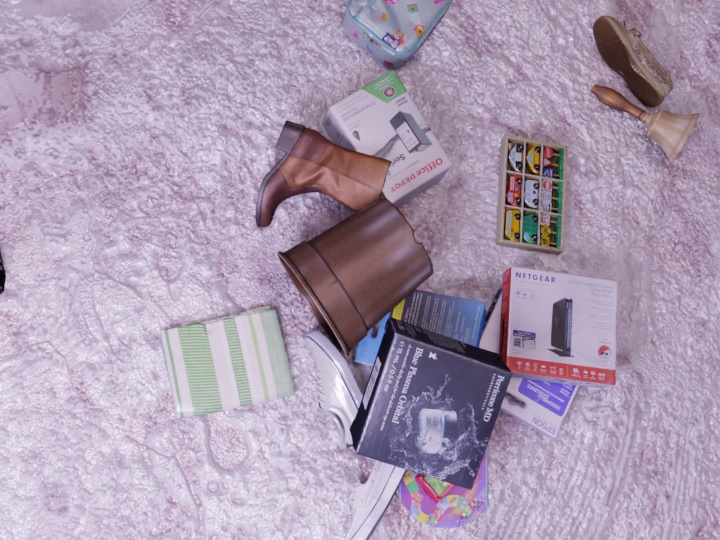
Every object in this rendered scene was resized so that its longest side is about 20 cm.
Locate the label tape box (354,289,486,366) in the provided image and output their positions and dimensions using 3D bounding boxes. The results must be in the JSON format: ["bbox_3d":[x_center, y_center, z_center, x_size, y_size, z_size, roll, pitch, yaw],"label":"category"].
[{"bbox_3d":[0.103,0.112,1.699,0.196,0.063,0.147,11,75,13],"label":"label tape box"}]

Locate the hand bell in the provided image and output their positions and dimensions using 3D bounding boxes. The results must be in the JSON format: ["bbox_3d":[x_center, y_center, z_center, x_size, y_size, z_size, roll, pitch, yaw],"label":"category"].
[{"bbox_3d":[0.522,-0.293,1.892,0.198,0.104,0.105,30,73,9],"label":"hand bell"}]

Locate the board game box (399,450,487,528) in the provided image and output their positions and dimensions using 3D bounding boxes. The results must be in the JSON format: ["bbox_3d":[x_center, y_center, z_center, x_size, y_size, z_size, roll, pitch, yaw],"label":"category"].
[{"bbox_3d":[0.144,0.325,1.679,0.155,0.039,0.204,4,76,-11],"label":"board game box"}]

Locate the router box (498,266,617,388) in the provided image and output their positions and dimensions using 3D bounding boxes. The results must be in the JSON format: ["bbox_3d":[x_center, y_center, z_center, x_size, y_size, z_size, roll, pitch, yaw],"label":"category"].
[{"bbox_3d":[0.337,0.098,1.723,0.196,0.049,0.183,7,76,-9],"label":"router box"}]

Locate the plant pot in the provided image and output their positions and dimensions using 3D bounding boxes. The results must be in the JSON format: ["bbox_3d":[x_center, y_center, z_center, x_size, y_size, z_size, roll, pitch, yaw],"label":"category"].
[{"bbox_3d":[0.000,0.000,1.621,0.197,0.200,0.202,-34,86,-6],"label":"plant pot"}]

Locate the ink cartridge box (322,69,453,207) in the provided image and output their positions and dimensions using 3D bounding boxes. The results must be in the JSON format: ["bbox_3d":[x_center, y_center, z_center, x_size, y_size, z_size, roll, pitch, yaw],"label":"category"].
[{"bbox_3d":[0.048,-0.221,1.759,0.145,0.084,0.202,-32,86,-16],"label":"ink cartridge box"}]

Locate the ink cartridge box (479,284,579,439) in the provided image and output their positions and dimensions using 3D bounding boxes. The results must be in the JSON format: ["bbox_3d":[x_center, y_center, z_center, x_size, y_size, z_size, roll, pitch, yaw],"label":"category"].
[{"bbox_3d":[0.288,0.159,1.747,0.196,0.043,0.202,30,73,-3],"label":"ink cartridge box"}]

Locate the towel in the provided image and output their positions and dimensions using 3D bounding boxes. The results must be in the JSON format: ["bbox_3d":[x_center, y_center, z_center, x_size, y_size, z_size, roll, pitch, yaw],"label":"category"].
[{"bbox_3d":[-0.219,0.150,1.651,0.196,0.023,0.156,-11,81,-16],"label":"towel"}]

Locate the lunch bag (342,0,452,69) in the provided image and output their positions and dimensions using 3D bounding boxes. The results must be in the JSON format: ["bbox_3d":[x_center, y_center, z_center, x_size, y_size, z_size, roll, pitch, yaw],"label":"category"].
[{"bbox_3d":[0.065,-0.478,1.824,0.160,0.077,0.201,38,73,-2],"label":"lunch bag"}]

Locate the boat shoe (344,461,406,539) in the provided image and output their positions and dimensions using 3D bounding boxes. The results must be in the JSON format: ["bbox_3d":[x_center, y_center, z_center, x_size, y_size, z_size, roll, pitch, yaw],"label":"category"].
[{"bbox_3d":[0.014,0.369,1.634,0.065,0.074,0.202,28,69,11],"label":"boat shoe"}]

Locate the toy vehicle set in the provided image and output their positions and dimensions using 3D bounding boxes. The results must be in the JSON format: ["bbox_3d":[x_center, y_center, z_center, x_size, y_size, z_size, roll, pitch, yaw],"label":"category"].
[{"bbox_3d":[0.311,-0.137,1.828,0.122,0.027,0.204,7,76,-11],"label":"toy vehicle set"}]

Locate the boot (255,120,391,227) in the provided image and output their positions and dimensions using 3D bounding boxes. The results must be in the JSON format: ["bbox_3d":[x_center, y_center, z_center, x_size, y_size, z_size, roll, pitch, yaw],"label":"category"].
[{"bbox_3d":[-0.066,-0.131,1.697,0.197,0.068,0.191,22,93,-4],"label":"boot"}]

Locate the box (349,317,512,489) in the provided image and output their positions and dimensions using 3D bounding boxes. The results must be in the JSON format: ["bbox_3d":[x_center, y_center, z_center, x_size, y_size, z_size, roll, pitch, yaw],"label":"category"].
[{"bbox_3d":[0.108,0.206,1.574,0.196,0.117,0.200,18,97,-7],"label":"box"}]

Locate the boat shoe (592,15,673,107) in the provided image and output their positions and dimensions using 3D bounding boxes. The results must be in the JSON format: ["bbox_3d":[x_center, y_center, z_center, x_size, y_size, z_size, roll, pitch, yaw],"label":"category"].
[{"bbox_3d":[0.517,-0.405,1.915,0.063,0.073,0.201,-42,99,-23],"label":"boat shoe"}]

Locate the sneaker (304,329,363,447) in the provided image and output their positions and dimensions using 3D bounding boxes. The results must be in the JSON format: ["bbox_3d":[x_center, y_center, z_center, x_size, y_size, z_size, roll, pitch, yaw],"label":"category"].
[{"bbox_3d":[-0.045,0.195,1.651,0.070,0.073,0.202,-29,85,-20],"label":"sneaker"}]

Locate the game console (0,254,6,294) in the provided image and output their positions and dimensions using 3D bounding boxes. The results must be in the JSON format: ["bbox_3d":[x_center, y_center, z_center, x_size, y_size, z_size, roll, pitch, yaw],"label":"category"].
[{"bbox_3d":[-0.658,-0.012,1.545,0.196,0.172,0.121,-15,107,-14],"label":"game console"}]
